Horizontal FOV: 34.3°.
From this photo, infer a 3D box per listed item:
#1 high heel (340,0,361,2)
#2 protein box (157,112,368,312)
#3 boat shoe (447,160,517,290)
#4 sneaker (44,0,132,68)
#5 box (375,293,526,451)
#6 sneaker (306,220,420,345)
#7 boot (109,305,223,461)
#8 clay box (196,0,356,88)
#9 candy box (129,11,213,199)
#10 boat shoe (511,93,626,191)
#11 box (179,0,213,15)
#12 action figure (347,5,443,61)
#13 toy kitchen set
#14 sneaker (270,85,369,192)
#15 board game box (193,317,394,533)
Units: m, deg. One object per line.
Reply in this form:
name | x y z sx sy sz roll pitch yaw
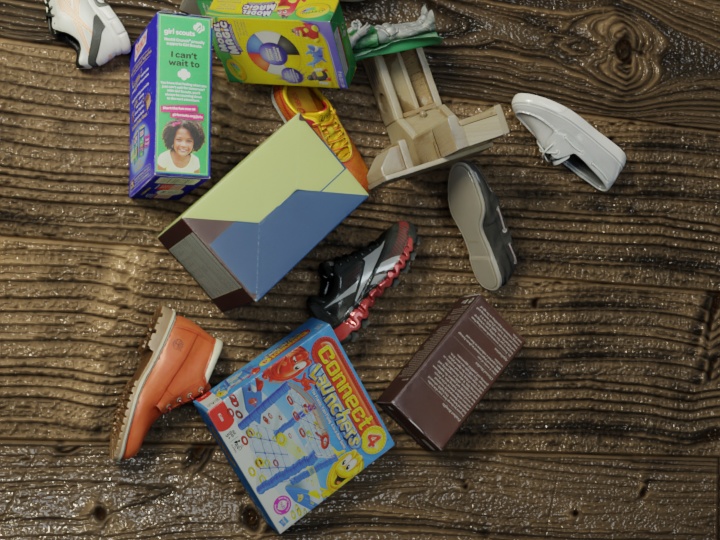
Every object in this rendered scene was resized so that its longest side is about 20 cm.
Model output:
high heel | -0.037 -0.421 1.604 0.142 0.071 0.201 38 83 -18
protein box | -0.127 -0.067 1.473 0.198 0.200 0.135 -44 99 -17
boat shoe | 0.172 -0.070 1.631 0.057 0.066 0.202 -37 121 -35
sneaker | -0.376 -0.348 1.484 0.080 0.074 0.201 -35 94 -13
box | 0.126 0.140 1.609 0.100 0.075 0.200 45 71 -10
sneaker | 0.000 0.000 1.578 0.098 0.071 0.201 41 75 -13
boot | -0.246 0.157 1.481 0.107 0.075 0.202 27 76 -19
clay box | -0.113 -0.293 1.499 0.198 0.115 0.048 5 54 19
candy box | -0.240 -0.201 1.464 0.076 0.169 0.202 1 84 -22
boat shoe | 0.297 -0.184 1.705 0.199 0.072 0.069 32 75 -23
box | -0.178 -0.438 1.556 0.068 0.082 0.202 18 78 -17
action figure | 0.002 -0.308 1.571 0.198 0.118 0.055 -17 110 -5
toy kitchen set | 0.061 -0.218 1.552 0.162 0.200 0.182 -20 91 -20
sneaker | -0.051 -0.182 1.577 0.073 0.077 0.201 -42 100 -19
board game box | -0.083 0.200 1.516 0.195 0.056 0.201 -35 110 -18
